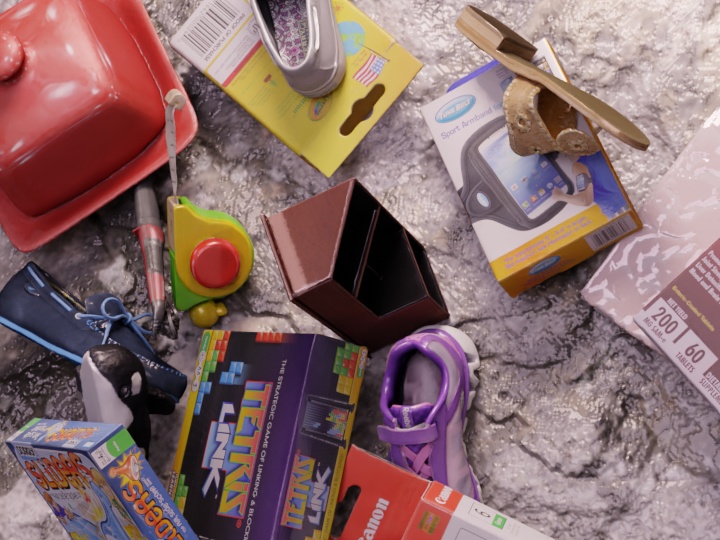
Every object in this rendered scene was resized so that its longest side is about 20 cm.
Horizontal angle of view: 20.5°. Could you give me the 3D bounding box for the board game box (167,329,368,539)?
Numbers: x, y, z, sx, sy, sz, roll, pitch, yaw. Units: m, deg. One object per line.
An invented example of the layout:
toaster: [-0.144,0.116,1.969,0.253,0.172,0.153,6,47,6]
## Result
board game box: [-0.081,0.149,1.553,0.165,0.057,0.201,-3,73,55]

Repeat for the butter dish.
butter dish: [-0.270,-0.155,1.679,0.200,0.148,0.200,-33,61,10]

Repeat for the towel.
towel: [0.299,0.000,1.511,0.200,0.032,0.191,38,92,24]

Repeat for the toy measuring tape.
toy measuring tape: [-0.123,-0.050,1.630,0.073,0.074,0.201,6,108,20]

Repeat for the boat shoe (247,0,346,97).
boat shoe: [-0.067,-0.238,1.622,0.072,0.068,0.201,-15,72,15]

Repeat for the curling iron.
curling iron: [-0.176,-0.022,1.656,0.025,0.050,0.201,-6,53,-11]

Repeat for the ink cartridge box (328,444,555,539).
ink cartridge box: [0.059,0.223,1.487,0.199,0.050,0.109,25,106,6]

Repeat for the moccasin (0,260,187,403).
moccasin: [-0.224,0.046,1.659,0.199,0.080,0.068,25,82,22]

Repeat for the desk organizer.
desk organizer: [0.000,0.000,1.526,0.077,0.200,0.072,-24,70,10]

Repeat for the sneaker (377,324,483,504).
sneaker: [0.048,0.136,1.536,0.080,0.088,0.201,-4,78,16]

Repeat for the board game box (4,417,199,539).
board game box: [-0.196,0.179,1.537,0.034,0.200,0.136,-38,104,-24]

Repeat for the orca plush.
orca plush: [-0.174,0.131,1.587,0.071,0.201,0.105,-18,32,-18]

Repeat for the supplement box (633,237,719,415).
supplement box: [0.311,0.011,1.454,0.200,0.061,0.109,-44,66,5]

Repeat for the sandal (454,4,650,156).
sandal: [0.135,-0.123,1.535,0.212,0.077,0.070,45,109,37]

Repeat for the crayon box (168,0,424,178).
crayon box: [-0.049,-0.174,1.665,0.200,0.051,0.127,42,92,24]

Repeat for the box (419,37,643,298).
box: [0.129,-0.092,1.575,0.119,0.041,0.201,-29,62,10]
